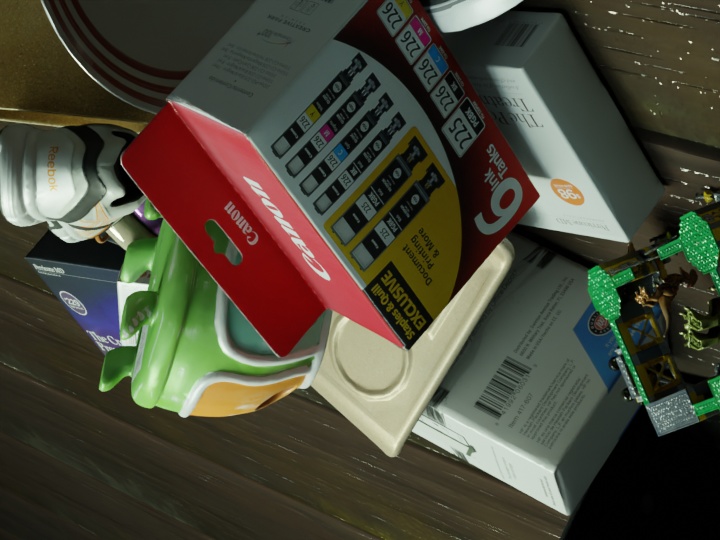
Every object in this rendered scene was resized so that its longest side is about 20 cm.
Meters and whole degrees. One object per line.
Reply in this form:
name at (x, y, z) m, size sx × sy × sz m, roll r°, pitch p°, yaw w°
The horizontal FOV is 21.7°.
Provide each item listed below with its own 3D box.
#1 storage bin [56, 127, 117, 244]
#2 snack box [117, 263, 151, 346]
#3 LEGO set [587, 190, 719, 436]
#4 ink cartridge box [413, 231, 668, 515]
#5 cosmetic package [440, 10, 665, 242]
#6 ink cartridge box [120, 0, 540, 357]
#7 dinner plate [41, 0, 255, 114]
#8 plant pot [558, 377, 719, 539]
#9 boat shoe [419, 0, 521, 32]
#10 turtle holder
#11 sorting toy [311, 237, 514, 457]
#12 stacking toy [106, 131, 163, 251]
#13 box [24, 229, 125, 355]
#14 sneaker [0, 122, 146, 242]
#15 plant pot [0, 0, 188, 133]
storage bin at (-0.159, -0.096, 1.459) m, size 0.200 × 0.146 × 0.135 m, roll 19°, pitch 142°, yaw 39°
snack box at (-0.088, 0.037, 1.460) m, size 0.199 × 0.024 × 0.072 m, roll 6°, pitch 132°, yaw 3°
LEGO set at (0.238, 0.021, 1.141) m, size 0.154 × 0.116 × 0.200 m, roll 65°, pitch 158°, yaw 13°
ink cartridge box at (0.096, 0.057, 1.330) m, size 0.200 × 0.146 × 0.084 m, roll 28°, pitch 161°, yaw 27°
cosmetic package at (0.077, -0.096, 1.191) m, size 0.200 × 0.052 × 0.151 m, roll 12°, pitch 149°, yaw 49°
ink cartridge box at (-0.013, -0.054, 1.087) m, size 0.084 × 0.176 × 0.200 m, roll 26°, pitch 160°, yaw 47°
dinner plate at (-0.108, -0.188, 1.091) m, size 0.024 × 0.200 × 0.200 m, roll 2°, pitch 139°, yaw 51°
plant pot at (0.275, 0.218, 1.328) m, size 0.199 × 0.200 × 0.177 m, roll 11°, pitch 156°, yaw 48°
boat shoe at (0.036, -0.183, 1.070) m, size 0.066 × 0.070 × 0.200 m, roll 47°, pitch 164°, yaw -25°
turtle holder at (-0.087, 0.009, 1.217) m, size 0.131 × 0.186 × 0.141 m, roll 13°, pitch 133°, yaw -10°
sorting toy at (0.000, 0.000, 1.269) m, size 0.185 × 0.036 × 0.200 m, roll 41°, pitch 125°, yaw 20°
stacking toy at (-0.099, -0.100, 1.281) m, size 0.085 × 0.200 × 0.085 m, roll 47°, pitch -173°, yaw -8°
box at (-0.167, 0.019, 1.581) m, size 0.200 × 0.079 × 0.141 m, roll 7°, pitch 138°, yaw 46°
sneaker at (-0.156, -0.053, 1.144) m, size 0.080 × 0.074 × 0.200 m, roll -2°, pitch -177°, yaw 7°
plant pot at (-0.165, -0.190, 1.166) m, size 0.186 × 0.201 × 0.186 m, roll 6°, pitch -178°, yaw 0°
